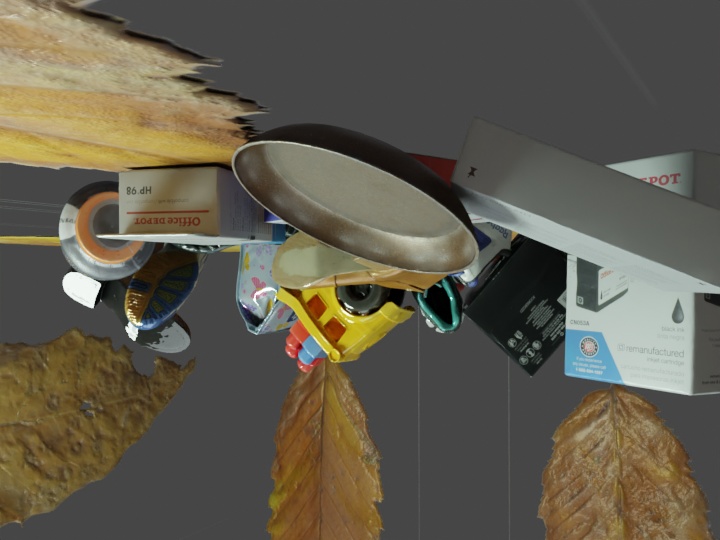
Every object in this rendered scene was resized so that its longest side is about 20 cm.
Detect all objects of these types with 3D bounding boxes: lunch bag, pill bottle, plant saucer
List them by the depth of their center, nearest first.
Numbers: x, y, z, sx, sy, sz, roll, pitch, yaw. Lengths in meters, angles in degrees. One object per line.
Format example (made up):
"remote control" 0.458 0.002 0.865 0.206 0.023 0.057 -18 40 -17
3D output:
"plant saucer" -0.001 -0.054 0.532 0.195 0.033 0.201 21 165 6
"pill bottle" -0.290 -0.043 0.810 0.103 0.110 0.199 0 179 -23
"lunch bag" -0.143 0.015 1.343 0.124 0.206 0.168 9 -177 28

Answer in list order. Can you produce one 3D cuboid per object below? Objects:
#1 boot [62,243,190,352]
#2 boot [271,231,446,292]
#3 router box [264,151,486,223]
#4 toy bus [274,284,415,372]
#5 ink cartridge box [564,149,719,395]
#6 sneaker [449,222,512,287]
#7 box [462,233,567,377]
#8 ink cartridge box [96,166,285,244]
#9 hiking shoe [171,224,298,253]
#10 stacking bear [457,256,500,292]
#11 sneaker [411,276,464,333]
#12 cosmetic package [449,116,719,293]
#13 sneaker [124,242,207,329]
"boot" -0.299 0.010 1.002 0.185 0.069 0.201 27 -152 -8
"boot" 0.000 -0.001 0.845 0.198 0.073 0.142 -11 158 43
"router box" 0.026 -0.074 0.710 0.176 0.050 0.197 1 179 -39
"toy bus" -0.049 0.036 0.980 0.192 0.201 0.135 -43 166 10
"ink cartridge box" 0.271 0.002 0.660 0.082 0.207 0.144 3 178 -30
"sneaker" 0.107 -0.039 0.879 0.193 0.119 0.081 0 179 -5
"box" 0.233 0.032 0.980 0.124 0.149 0.200 41 -170 4
"ink cartridge box" -0.166 -0.064 0.727 0.112 0.069 0.199 0 180 17
"hiking shoe" -0.156 -0.058 0.893 0.194 0.077 0.087 0 179 9
"stacking bear" 0.148 -0.042 1.033 0.118 0.117 0.199 9 165 -20
"sneaker" 0.089 -0.003 0.954 0.076 0.203 0.091 -30 -173 5
"cosmetic package" 0.164 -0.042 0.527 0.195 0.053 0.151 23 -176 7
"sneaker" -0.238 0.005 0.920 0.074 0.203 0.089 21 142 1
